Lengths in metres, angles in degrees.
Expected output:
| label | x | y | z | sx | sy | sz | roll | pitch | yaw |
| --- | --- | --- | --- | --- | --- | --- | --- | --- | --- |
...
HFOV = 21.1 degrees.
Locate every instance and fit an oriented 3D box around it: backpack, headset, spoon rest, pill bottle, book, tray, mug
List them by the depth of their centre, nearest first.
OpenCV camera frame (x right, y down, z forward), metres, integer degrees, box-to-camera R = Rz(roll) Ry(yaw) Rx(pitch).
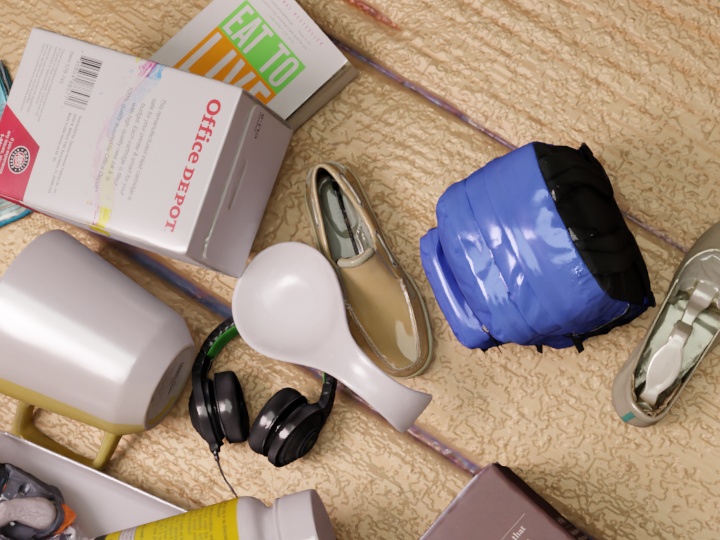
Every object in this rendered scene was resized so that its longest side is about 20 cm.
| label | x | y | z | sx | sy | sz | roll | pitch | yaw |
| --- | --- | --- | --- | --- | --- | --- | --- | --- | --- |
| backpack | 0.138 | -0.007 | 1.564 | 0.168 | 0.200 | 0.163 | -31 | 79 | 13 |
| pill bottle | -0.120 | 0.248 | 1.564 | 0.200 | 0.114 | 0.114 | -17 | 81 | 6 |
| spoon rest | -0.029 | 0.054 | 1.609 | 0.200 | 0.061 | 0.099 | 40 | 95 | 23 |
| mug | -0.226 | 0.073 | 1.651 | 0.153 | 0.187 | 0.150 | 27 | 62 | 12 |
| headset | -0.091 | 0.133 | 1.661 | 0.123 | 0.094 | 0.200 | 13 | 70 | 12 |
| tray | -0.232 | 0.216 | 1.669 | 0.200 | 0.022 | 0.108 | 22 | 113 | 11 |
| book | -0.120 | -0.159 | 1.707 | 0.200 | 0.048 | 0.134 | -42 | 76 | 4 |

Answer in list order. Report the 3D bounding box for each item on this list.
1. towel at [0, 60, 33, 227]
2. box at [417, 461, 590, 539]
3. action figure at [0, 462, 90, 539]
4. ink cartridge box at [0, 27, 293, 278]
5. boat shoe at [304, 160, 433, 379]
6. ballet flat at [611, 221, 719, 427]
| label | x | y | z | sx | sy | sz | roll | pitch | yaw |
| --- | --- | --- | --- | --- | --- | --- | --- | --- | --- |
| towel | -0.392 | -0.089 | 1.747 | 0.200 | 0.022 | 0.147 | -22 | 80 | 6 |
| box | 0.130 | 0.280 | 1.548 | 0.200 | 0.166 | 0.164 | 41 | 91 | 11 |
| action figure | -0.298 | 0.188 | 1.591 | 0.193 | 0.200 | 0.105 | 42 | 78 | -23 |
| ink cartridge box | -0.183 | -0.096 | 1.616 | 0.200 | 0.145 | 0.146 | 19 | 87 | 18 |
| boat shoe | 0.000 | 0.000 | 1.648 | 0.072 | 0.076 | 0.200 | -28 | 81 | 2 |
| ballet flat | 0.276 | 0.042 | 1.607 | 0.069 | 0.069 | 0.200 | 29 | 88 | 11 |
